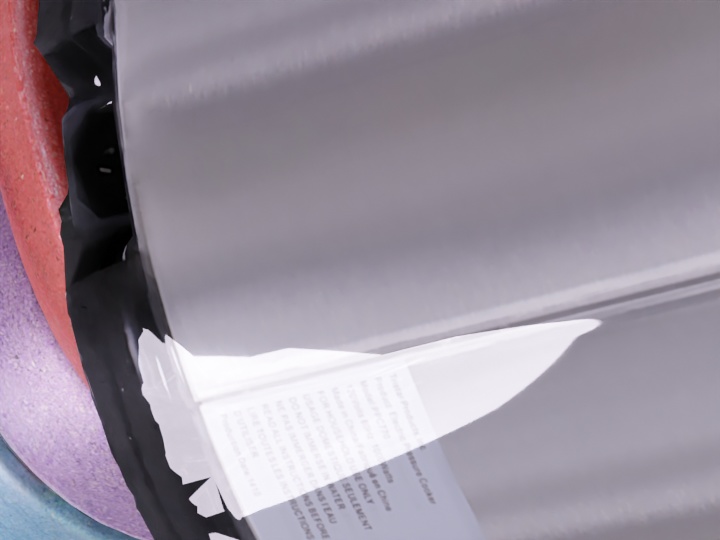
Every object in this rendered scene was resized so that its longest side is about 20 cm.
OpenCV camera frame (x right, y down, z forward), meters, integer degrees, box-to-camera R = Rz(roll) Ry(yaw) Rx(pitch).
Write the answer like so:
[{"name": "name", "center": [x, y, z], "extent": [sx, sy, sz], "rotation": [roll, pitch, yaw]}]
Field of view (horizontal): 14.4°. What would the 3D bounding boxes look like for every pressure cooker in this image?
[{"name": "pressure cooker", "center": [0.078, -0.022, 0.409], "extent": [0.200, 0.179, 0.176], "rotation": [-15, 155, 27]}]

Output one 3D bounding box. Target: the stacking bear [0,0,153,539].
[{"name": "stacking bear", "center": [-0.073, 0.016, 0.576], "extent": [0.121, 0.114, 0.200], "rotation": [12, 155, -38]}]
